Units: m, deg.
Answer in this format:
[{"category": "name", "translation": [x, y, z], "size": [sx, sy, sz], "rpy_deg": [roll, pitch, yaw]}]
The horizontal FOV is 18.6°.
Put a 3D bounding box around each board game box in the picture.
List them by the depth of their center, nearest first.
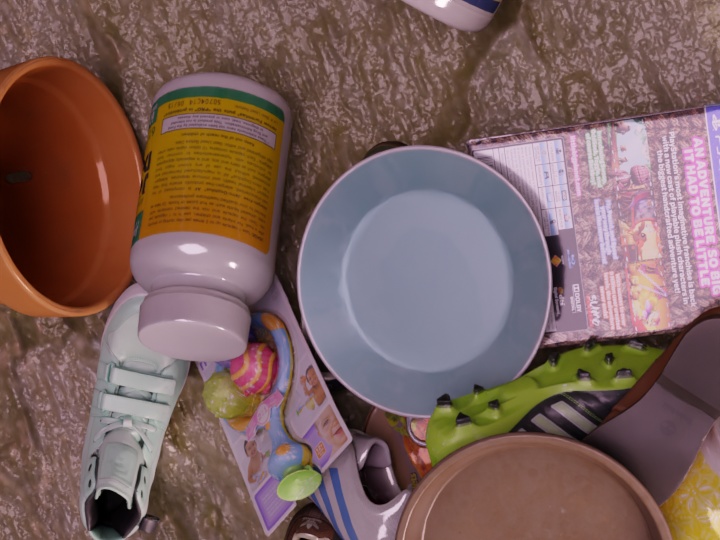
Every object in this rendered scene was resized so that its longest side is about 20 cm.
[{"category": "board game box", "translation": [0.192, -0.033, 1.635], "size": [0.198, 0.097, 0.161], "rpy_deg": [-7, 92, 15]}]

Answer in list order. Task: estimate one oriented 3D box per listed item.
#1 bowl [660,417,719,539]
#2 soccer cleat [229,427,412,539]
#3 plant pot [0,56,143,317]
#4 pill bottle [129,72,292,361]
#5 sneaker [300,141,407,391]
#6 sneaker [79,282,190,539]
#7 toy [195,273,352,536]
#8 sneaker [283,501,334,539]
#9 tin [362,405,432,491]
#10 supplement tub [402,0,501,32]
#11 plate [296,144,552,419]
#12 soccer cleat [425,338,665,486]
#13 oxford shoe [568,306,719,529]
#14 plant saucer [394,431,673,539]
[{"category": "bowl", "translation": [0.281, 0.142, 1.564], "size": [0.198, 0.201, 0.108], "rpy_deg": [18, 143, 13]}, {"category": "soccer cleat", "translation": [-0.020, 0.147, 1.695], "size": [0.200, 0.070, 0.087], "rpy_deg": [39, 116, 32]}, {"category": "plant pot", "translation": [-0.280, -0.056, 1.719], "size": [0.139, 0.200, 0.202], "rpy_deg": [-8, 92, 31]}, {"category": "pill bottle", "translation": [-0.116, -0.038, 1.670], "size": [0.112, 0.113, 0.202], "rpy_deg": [0, 67, 15]}, {"category": "sneaker", "translation": [0.000, 0.000, 1.691], "size": [0.067, 0.090, 0.202], "rpy_deg": [17, 98, 14]}, {"category": "sneaker", "translation": [-0.174, 0.117, 1.708], "size": [0.073, 0.118, 0.202], "rpy_deg": [9, 115, -9]}, {"category": "toy", "translation": [-0.085, 0.089, 1.681], "size": [0.115, 0.047, 0.201], "rpy_deg": [-50, 50, 27]}, {"category": "sneaker", "translation": [-0.049, 0.283, 1.733], "size": [0.070, 0.075, 0.202], "rpy_deg": [6, 95, 14]}, {"category": "tin", "translation": [0.067, 0.179, 1.715], "size": [0.111, 0.042, 0.202], "rpy_deg": [-12, 92, 11]}, {"category": "supplement tub", "translation": [0.076, -0.294, 1.622], "size": [0.144, 0.144, 0.201], "rpy_deg": [31, 101, 10]}, {"category": "plate", "translation": [0.049, 0.008, 1.617], "size": [0.198, 0.026, 0.202], "rpy_deg": [1, 94, 19]}, {"category": "soccer cleat", "translation": [0.140, 0.107, 1.578], "size": [0.198, 0.068, 0.082], "rpy_deg": [-17, 122, -14]}, {"category": "oxford shoe", "translation": [0.208, 0.106, 1.529], "size": [0.071, 0.071, 0.200], "rpy_deg": [39, 110, 0]}, {"category": "plant saucer", "translation": [0.122, 0.203, 1.528], "size": [0.198, 0.029, 0.202], "rpy_deg": [4, 107, 11]}]
